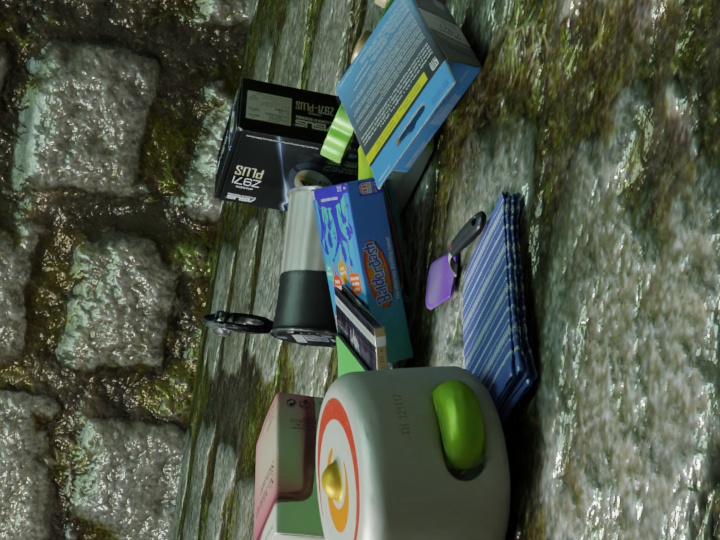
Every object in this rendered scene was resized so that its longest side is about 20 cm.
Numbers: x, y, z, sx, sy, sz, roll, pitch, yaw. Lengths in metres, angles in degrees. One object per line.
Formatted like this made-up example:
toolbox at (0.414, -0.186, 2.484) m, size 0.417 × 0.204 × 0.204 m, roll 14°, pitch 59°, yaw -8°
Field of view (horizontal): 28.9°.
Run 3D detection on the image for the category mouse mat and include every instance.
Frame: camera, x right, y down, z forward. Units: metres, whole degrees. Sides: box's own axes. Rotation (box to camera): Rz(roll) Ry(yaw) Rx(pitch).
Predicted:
mouse mat at (0.002, 0.184, 1.529) m, size 0.161 × 0.007 × 0.202 m, roll -133°, pitch 36°, yaw -63°

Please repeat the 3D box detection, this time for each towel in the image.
towel at (0.120, 0.048, 1.239) m, size 0.145 × 0.024 × 0.201 m, roll 111°, pitch 164°, yaw -52°
towel at (0.011, -0.021, 1.635) m, size 0.200 × 0.022 × 0.148 m, roll 158°, pitch 100°, yaw -71°

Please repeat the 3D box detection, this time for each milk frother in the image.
milk frother at (-0.093, -0.002, 1.804) m, size 0.181 × 0.198 × 0.190 m, roll 130°, pitch 146°, yaw -75°

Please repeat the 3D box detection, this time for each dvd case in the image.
dvd case at (0.006, 0.132, 1.526) m, size 0.149 × 0.016 × 0.202 m, roll -136°, pitch 39°, yaw -66°

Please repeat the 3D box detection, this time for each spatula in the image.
spatula at (0.093, -0.014, 1.362) m, size 0.200 × 0.020 × 0.057 m, roll 113°, pitch 167°, yaw -68°

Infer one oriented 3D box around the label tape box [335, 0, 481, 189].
label tape box at (0.056, -0.185, 1.468) m, size 0.145 × 0.063 × 0.201 m, roll -54°, pitch 34°, yaw 26°

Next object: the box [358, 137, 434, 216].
box at (0.042, -0.149, 1.642) m, size 0.200 × 0.047 × 0.123 m, roll 117°, pitch 157°, yaw -55°

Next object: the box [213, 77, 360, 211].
box at (-0.081, -0.156, 1.844) m, size 0.164 × 0.198 × 0.087 m, roll 119°, pitch 157°, yaw -56°

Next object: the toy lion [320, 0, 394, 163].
toy lion at (0.009, -0.229, 1.661) m, size 0.200 × 0.068 × 0.193 m, roll 117°, pitch 178°, yaw -60°

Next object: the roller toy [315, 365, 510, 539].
roller toy at (0.035, 0.178, 1.188) m, size 0.182 × 0.139 × 0.202 m, roll -143°, pitch 53°, yaw -70°

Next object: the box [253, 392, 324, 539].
box at (-0.065, 0.268, 1.693) m, size 0.128 × 0.108 × 0.201 m, roll 113°, pitch 161°, yaw -46°

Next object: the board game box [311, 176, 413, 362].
board game box at (0.000, 0.000, 1.575) m, size 0.152 × 0.045 × 0.202 m, roll 178°, pitch 80°, yaw -73°
